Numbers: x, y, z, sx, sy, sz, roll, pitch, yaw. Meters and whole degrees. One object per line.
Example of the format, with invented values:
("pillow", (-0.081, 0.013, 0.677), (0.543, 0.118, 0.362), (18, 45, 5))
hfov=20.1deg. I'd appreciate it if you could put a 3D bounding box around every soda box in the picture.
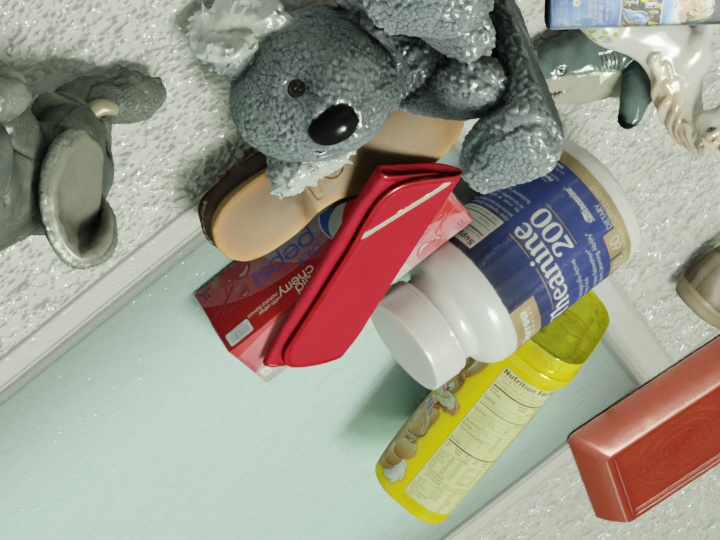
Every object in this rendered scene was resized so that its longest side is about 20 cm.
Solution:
("soda box", (-0.020, -0.009, 1.497), (0.200, 0.064, 0.070), (-38, 146, 6))

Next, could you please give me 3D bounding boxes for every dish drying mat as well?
("dish drying mat", (0.000, 0.000, 1.440), (0.076, 0.018, 0.201), (-7, 141, -39))

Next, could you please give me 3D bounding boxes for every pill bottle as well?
("pill bottle", (0.108, -0.001, 1.548), (0.200, 0.111, 0.111), (-37, 148, -15))

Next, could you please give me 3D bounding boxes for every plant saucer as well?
("plant saucer", (0.313, 0.167, 2.032), (0.199, 0.037, 0.200), (-33, 147, -4))

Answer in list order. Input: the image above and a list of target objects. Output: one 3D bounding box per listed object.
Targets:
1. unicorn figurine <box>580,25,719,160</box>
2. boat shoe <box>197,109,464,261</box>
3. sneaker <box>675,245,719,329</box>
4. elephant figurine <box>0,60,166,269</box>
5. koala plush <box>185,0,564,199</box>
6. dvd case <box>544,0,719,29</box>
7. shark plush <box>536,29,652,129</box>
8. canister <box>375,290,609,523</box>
("unicorn figurine", (0.219, -0.169, 1.439), (0.138, 0.199, 0.074), (-62, -178, 9))
("boat shoe", (-0.024, -0.079, 1.409), (0.199, 0.070, 0.071), (-27, 112, -6))
("sneaker", (0.371, 0.025, 1.876), (0.076, 0.071, 0.199), (-49, 145, 19))
("elephant figurine", (-0.198, -0.058, 1.208), (0.155, 0.142, 0.200), (-49, 141, 10))
("koala plush", (0.003, -0.132, 1.299), (0.199, 0.184, 0.178), (-25, 126, 13))
("dvd case", (0.223, -0.233, 1.360), (0.198, 0.018, 0.144), (-2, 118, -1))
("shark plush", (0.212, -0.189, 1.482), (0.200, 0.091, 0.083), (-40, 116, 16))
("canister", (0.107, 0.103, 1.691), (0.200, 0.086, 0.149), (-53, 176, 28))
